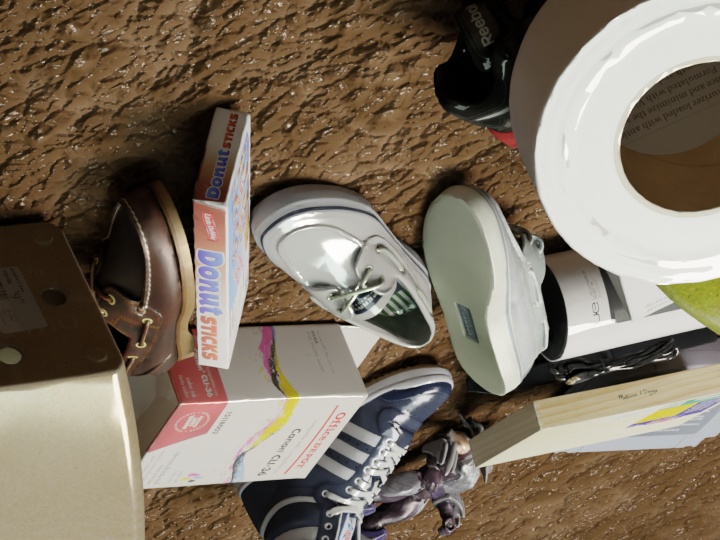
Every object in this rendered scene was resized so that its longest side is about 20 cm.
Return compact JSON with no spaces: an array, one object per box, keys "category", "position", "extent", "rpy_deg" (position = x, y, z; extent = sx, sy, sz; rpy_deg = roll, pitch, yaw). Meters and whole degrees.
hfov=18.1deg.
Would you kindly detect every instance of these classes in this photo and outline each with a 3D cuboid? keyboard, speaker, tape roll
[{"category":"keyboard","position":[0.188,0.067,1.785],"extent":[0.199,0.021,0.127],"rpy_deg":[-13,-176,-20]},{"category":"speaker","position":[0.224,0.011,1.721],"extent":[0.199,0.081,0.081],"rpy_deg":[-11,149,-20]},{"category":"tape roll","position":[0.189,-0.094,1.307],"extent":[0.201,0.071,0.203],"rpy_deg":[-5,124,-7]}]

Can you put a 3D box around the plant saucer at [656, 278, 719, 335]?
[{"category":"plant saucer","position":[0.317,0.010,1.520],"extent":[0.199,0.048,0.200],"rpy_deg":[-20,164,17]}]

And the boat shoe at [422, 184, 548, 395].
[{"category":"boat shoe","position":[0.097,0.002,1.626],"extent":[0.071,0.070,0.201],"rpy_deg":[-42,142,-25]}]

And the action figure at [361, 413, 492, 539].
[{"category":"action figure","position":[0.046,0.185,1.897],"extent":[0.199,0.070,0.130],"rpy_deg":[-25,142,-5]}]

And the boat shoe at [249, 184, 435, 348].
[{"category":"boat shoe","position":[0.000,0.000,1.553],"extent":[0.073,0.067,0.200],"rpy_deg":[-35,149,20]}]

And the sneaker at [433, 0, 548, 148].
[{"category":"sneaker","position":[0.113,-0.153,1.336],"extent":[0.098,0.071,0.201],"rpy_deg":[7,137,-37]}]

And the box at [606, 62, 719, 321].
[{"category":"box","position":[0.231,-0.089,1.490],"extent":[0.198,0.131,0.200],"rpy_deg":[-24,157,2]}]

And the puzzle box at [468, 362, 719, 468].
[{"category":"puzzle box","position":[0.201,0.115,1.826],"extent":[0.199,0.026,0.133],"rpy_deg":[-9,165,-24]}]

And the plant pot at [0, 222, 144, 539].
[{"category":"plant pot","position":[-0.244,0.084,1.407],"extent":[0.199,0.200,0.178],"rpy_deg":[-8,136,-26]}]

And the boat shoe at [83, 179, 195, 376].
[{"category":"boat shoe","position":[-0.146,0.015,1.469],"extent":[0.070,0.071,0.200],"rpy_deg":[-17,151,-14]}]

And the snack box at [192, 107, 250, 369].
[{"category":"snack box","position":[-0.088,-0.017,1.457],"extent":[0.024,0.072,0.200],"rpy_deg":[10,148,3]}]

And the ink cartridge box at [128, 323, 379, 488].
[{"category":"ink cartridge box","position":[-0.076,0.099,1.662],"extent":[0.199,0.068,0.117],"rpy_deg":[-2,145,-34]}]

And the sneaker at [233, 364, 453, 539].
[{"category":"sneaker","position":[0.001,0.162,1.779],"extent":[0.199,0.109,0.070],"rpy_deg":[-31,151,13]}]

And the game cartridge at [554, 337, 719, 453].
[{"category":"game cartridge","position":[0.258,0.107,1.952],"extent":[0.199,0.041,0.133],"rpy_deg":[1,146,-37]}]
